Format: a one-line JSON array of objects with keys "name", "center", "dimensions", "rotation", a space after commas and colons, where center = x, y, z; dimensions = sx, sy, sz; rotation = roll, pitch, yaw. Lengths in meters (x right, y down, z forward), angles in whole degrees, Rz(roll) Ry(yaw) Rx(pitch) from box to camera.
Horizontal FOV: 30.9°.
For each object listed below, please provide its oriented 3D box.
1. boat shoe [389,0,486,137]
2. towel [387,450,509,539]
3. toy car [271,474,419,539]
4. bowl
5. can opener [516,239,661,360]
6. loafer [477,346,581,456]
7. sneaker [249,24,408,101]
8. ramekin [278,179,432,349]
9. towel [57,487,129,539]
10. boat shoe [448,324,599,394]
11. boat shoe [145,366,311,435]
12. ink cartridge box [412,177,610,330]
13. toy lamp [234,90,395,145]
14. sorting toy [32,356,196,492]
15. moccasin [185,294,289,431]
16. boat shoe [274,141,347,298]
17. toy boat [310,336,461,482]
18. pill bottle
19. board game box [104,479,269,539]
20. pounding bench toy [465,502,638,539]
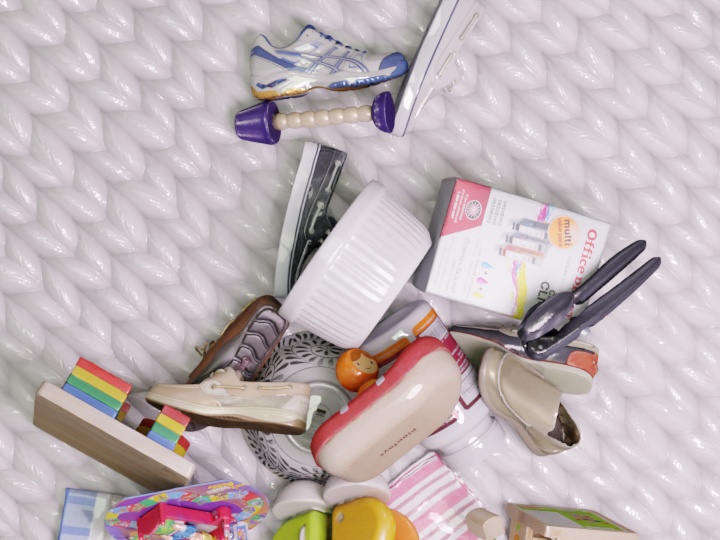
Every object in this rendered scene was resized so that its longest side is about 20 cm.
[{"name": "boat shoe", "center": [0.097, -0.254, 1.635], "dimensions": [0.065, 0.072, 0.201], "rotation": [24, 86, -6]}, {"name": "towel", "center": [0.103, 0.348, 1.667], "dimensions": [0.146, 0.030, 0.200], "rotation": [-40, 93, -1]}, {"name": "toy car", "center": [-0.017, 0.346, 1.594], "dimensions": [0.199, 0.150, 0.176], "rotation": [-22, 52, 32]}, {"name": "bowl", "center": [-0.054, 0.178, 1.623], "dimensions": [0.200, 0.094, 0.202], "rotation": [0, 91, -2]}, {"name": "can opener", "center": [0.268, 0.036, 1.512], "dimensions": [0.200, 0.079, 0.064], "rotation": [-31, 87, -12]}, {"name": "loafer", "center": [0.212, 0.160, 1.606], "dimensions": [0.200, 0.068, 0.076], "rotation": [47, 50, -38]}, {"name": "sneaker", "center": [-0.041, -0.266, 1.621], "dimensions": [0.199, 0.075, 0.089], "rotation": [-6, 91, -3]}, {"name": "ramekin", "center": [0.000, 0.000, 1.566], "dimensions": [0.105, 0.200, 0.200], "rotation": [35, 89, 0]}, {"name": "towel", "center": [-0.288, 0.362, 1.650], "dimensions": [0.199, 0.024, 0.148], "rotation": [11, 90, -3]}, {"name": "boat shoe", "center": [0.203, 0.101, 1.650], "dimensions": [0.199, 0.071, 0.063], "rotation": [14, 53, 10]}, {"name": "boat shoe", "center": [-0.158, 0.152, 1.562], "dimensions": [0.199, 0.072, 0.065], "rotation": [6, 71, 11]}, {"name": "ink cartridge box", "center": [0.184, -0.018, 1.604], "dimensions": [0.199, 0.145, 0.146], "rotation": [15, 91, -5]}, {"name": "toy lamp", "center": [-0.058, -0.187, 1.611], "dimensions": [0.199, 0.058, 0.059], "rotation": [-1, 92, 16]}, {"name": "sorting toy", "center": [-0.289, 0.188, 1.570], "dimensions": [0.199, 0.199, 0.070], "rotation": [30, 68, -5]}, {"name": "moccasin", "center": [-0.168, 0.114, 1.628], "dimensions": [0.073, 0.078, 0.202], "rotation": [31, 95, -19]}, {"name": "boat shoe", "center": [-0.061, -0.059, 1.632], "dimensions": [0.067, 0.072, 0.201], "rotation": [14, 84, -2]}, {"name": "toy boat", "center": [0.018, 0.144, 1.517], "dimensions": [0.200, 0.130, 0.131], "rotation": [-39, 62, 6]}, {"name": "pill bottle", "center": [0.091, 0.146, 1.617], "dimensions": [0.113, 0.113, 0.200], "rotation": [-35, 96, -2]}, {"name": "board game box", "center": [-0.207, 0.311, 1.565], "dimensions": [0.199, 0.158, 0.039], "rotation": [-11, 57, -1]}, {"name": "pounding bench toy", "center": [0.216, 0.379, 1.605], "dimensions": [0.199, 0.124, 0.157], "rotation": [8, 91, -17]}]
